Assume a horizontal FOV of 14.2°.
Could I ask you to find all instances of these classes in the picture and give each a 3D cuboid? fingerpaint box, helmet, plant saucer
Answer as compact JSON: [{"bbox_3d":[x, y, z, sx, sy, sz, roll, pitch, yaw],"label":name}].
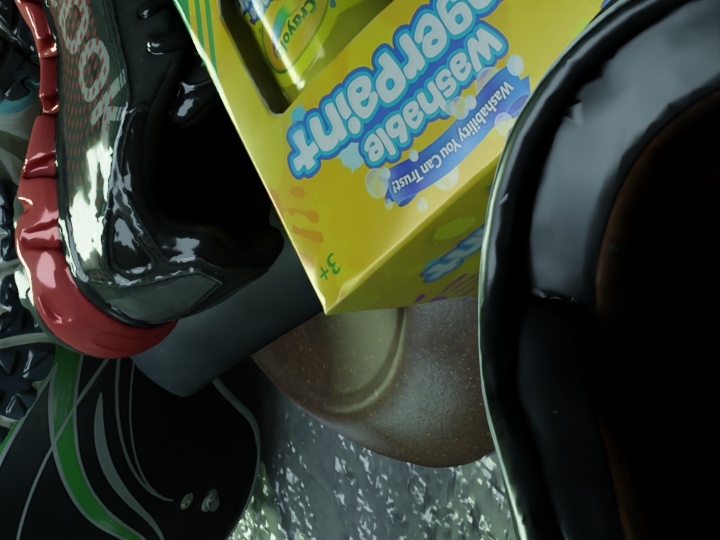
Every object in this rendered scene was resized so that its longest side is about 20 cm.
[{"bbox_3d":[0.035,-0.111,0.776,0.200,0.073,0.167,-40,68,37],"label":"fingerpaint box"},{"bbox_3d":[-0.143,0.034,1.116,0.200,0.200,0.191,34,151,45],"label":"helmet"},{"bbox_3d":[-0.011,-0.022,1.005,0.200,0.037,0.201,33,133,45],"label":"plant saucer"},{"bbox_3d":[0.121,0.020,0.648,0.200,0.199,0.192,116,158,-51],"label":"helmet"}]

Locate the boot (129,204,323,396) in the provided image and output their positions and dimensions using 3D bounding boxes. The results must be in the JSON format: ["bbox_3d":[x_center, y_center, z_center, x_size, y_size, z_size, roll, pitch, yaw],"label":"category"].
[{"bbox_3d":[0.000,-0.001,0.904,0.199,0.065,0.166,-24,76,36],"label":"boot"}]

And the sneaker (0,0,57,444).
[{"bbox_3d":[-0.136,-0.027,1.002,0.086,0.077,0.201,-143,61,-82],"label":"sneaker"}]

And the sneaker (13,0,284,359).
[{"bbox_3d":[-0.062,-0.077,0.871,0.098,0.071,0.202,-12,82,46],"label":"sneaker"}]
